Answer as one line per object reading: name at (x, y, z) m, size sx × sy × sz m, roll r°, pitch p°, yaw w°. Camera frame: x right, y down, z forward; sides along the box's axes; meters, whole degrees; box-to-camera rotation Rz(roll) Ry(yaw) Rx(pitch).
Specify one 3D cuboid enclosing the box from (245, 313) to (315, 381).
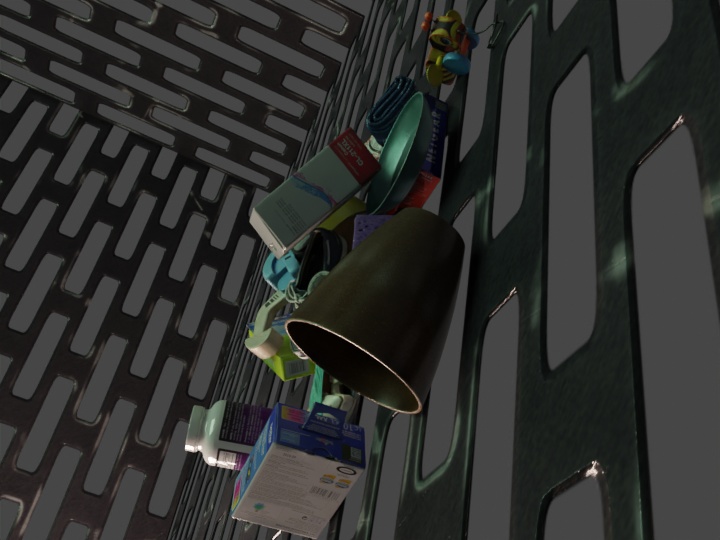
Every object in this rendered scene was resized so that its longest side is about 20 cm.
box at (-0.116, 0.129, 1.449) m, size 0.199 × 0.120 × 0.049 m, roll -153°, pitch 55°, yaw -62°

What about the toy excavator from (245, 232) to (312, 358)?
toy excavator at (-0.126, 0.031, 1.410) m, size 0.200 × 0.100 × 0.195 m, roll -42°, pitch 38°, yaw 7°

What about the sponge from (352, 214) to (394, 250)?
sponge at (0.041, -0.013, 1.148) m, size 0.201 × 0.109 × 0.030 m, roll -85°, pitch -3°, yaw -55°

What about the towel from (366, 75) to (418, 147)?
towel at (0.064, -0.272, 1.460) m, size 0.112 × 0.048 × 0.200 m, roll -50°, pitch -6°, yaw 4°

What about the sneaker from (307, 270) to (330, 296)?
sneaker at (0.020, 0.083, 1.155) m, size 0.084 × 0.120 × 0.200 m, roll -52°, pitch 54°, yaw 11°

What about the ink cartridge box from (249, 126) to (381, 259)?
ink cartridge box at (-0.075, -0.118, 1.304) m, size 0.199 × 0.083 × 0.146 m, roll -41°, pitch 3°, yaw -11°

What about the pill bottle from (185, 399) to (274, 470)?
pill bottle at (-0.199, 0.290, 1.441) m, size 0.112 × 0.196 × 0.115 m, roll -168°, pitch 90°, yaw -84°

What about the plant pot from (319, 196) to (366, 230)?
plant pot at (-0.085, -0.087, 1.595) m, size 0.200 × 0.142 × 0.200 m, roll -48°, pitch -4°, yaw -4°

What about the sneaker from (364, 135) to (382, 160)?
sneaker at (0.036, -0.252, 1.708) m, size 0.109 × 0.066 × 0.202 m, roll -64°, pitch 16°, yaw 13°

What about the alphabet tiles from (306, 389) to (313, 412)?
alphabet tiles at (-0.069, 0.239, 1.449) m, size 0.201 × 0.006 × 0.168 m, roll -90°, pitch 24°, yaw -61°

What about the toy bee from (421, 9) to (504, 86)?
toy bee at (0.144, -0.379, 1.348) m, size 0.200 × 0.107 × 0.132 m, roll 128°, pitch 162°, yaw -53°

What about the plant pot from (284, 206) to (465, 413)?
plant pot at (0.039, 0.032, 0.984) m, size 0.202 × 0.186 × 0.187 m, roll -58°, pitch 8°, yaw -20°

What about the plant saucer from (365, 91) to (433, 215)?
plant saucer at (0.065, -0.172, 1.269) m, size 0.200 × 0.035 × 0.203 m, roll -158°, pitch 89°, yaw -78°

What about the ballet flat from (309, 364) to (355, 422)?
ballet flat at (-0.036, 0.169, 1.221) m, size 0.070 × 0.066 × 0.204 m, roll -13°, pitch 72°, yaw 58°

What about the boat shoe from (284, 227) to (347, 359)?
boat shoe at (-0.075, 0.034, 1.280) m, size 0.074 × 0.061 × 0.203 m, roll 18°, pitch 88°, yaw 39°

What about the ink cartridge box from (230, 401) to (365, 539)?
ink cartridge box at (-0.079, 0.266, 1.129) m, size 0.077 × 0.134 × 0.201 m, roll -92°, pitch 26°, yaw -51°

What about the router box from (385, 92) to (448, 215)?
router box at (0.081, -0.166, 1.391) m, size 0.180 × 0.048 × 0.202 m, roll 124°, pitch 163°, yaw -45°

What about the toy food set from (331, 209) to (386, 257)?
toy food set at (0.000, 0.000, 1.301) m, size 0.198 × 0.048 × 0.201 m, roll -48°, pitch 45°, yaw 20°
